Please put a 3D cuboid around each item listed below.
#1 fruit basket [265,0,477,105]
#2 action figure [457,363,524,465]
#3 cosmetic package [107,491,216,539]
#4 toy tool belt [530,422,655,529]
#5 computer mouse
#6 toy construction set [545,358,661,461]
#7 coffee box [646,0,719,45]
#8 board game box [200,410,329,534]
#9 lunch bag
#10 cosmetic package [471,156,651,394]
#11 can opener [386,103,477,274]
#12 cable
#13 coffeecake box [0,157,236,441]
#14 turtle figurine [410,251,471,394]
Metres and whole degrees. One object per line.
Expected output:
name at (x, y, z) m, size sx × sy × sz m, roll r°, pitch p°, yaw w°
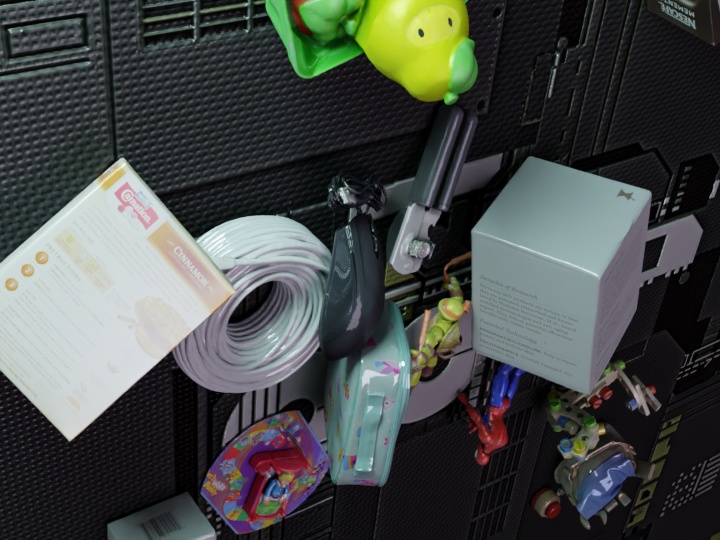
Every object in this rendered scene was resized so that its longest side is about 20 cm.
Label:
fruit basket at (0.026, -0.244, 0.901) m, size 0.214 × 0.216 × 0.157 m, roll -29°, pitch 137°, yaw -19°
action figure at (0.182, 0.171, 1.483) m, size 0.065 × 0.098 × 0.203 m, roll 17°, pitch 88°, yaw -43°
cosmetic package at (-0.242, 0.380, 1.267) m, size 0.112 × 0.081 × 0.202 m, roll -19°, pitch 131°, yaw -31°
toy tool belt at (0.393, 0.368, 1.765) m, size 0.200 × 0.123 × 0.125 m, roll -47°, pitch 139°, yaw 2°
computer mouse at (0.000, 0.000, 1.103) m, size 0.138 × 0.052 × 0.203 m, roll -10°, pitch 109°, yaw -70°
toy construction set at (0.365, 0.202, 1.600) m, size 0.198 × 0.131 × 0.093 m, roll -24°, pitch 136°, yaw -24°
coffee box at (0.374, -0.368, 1.162) m, size 0.080 × 0.113 × 0.201 m, roll -38°, pitch 138°, yaw -8°
board game box at (-0.109, 0.271, 1.322) m, size 0.157 × 0.039 × 0.201 m, roll -37°, pitch 138°, yaw -11°
lunch bag at (0.007, 0.148, 1.222) m, size 0.076 × 0.161 × 0.203 m, roll 2°, pitch 120°, yaw -12°
cosmetic package at (0.242, 0.004, 1.273) m, size 0.168 × 0.165 × 0.202 m, roll -48°, pitch 147°, yaw -37°
can opener at (0.072, -0.091, 1.178) m, size 0.052 × 0.066 × 0.202 m, roll 8°, pitch 108°, yaw -45°
cable at (-0.115, 0.038, 1.109) m, size 0.198 × 0.069 × 0.202 m, roll -16°, pitch 131°, yaw -33°
coffeecake box at (-0.237, 0.023, 0.939) m, size 0.200 × 0.073 × 0.154 m, roll -41°, pitch 107°, yaw -5°
turtle figurine at (0.095, 0.078, 1.293) m, size 0.201 × 0.064 × 0.162 m, roll -60°, pitch 178°, yaw -46°
